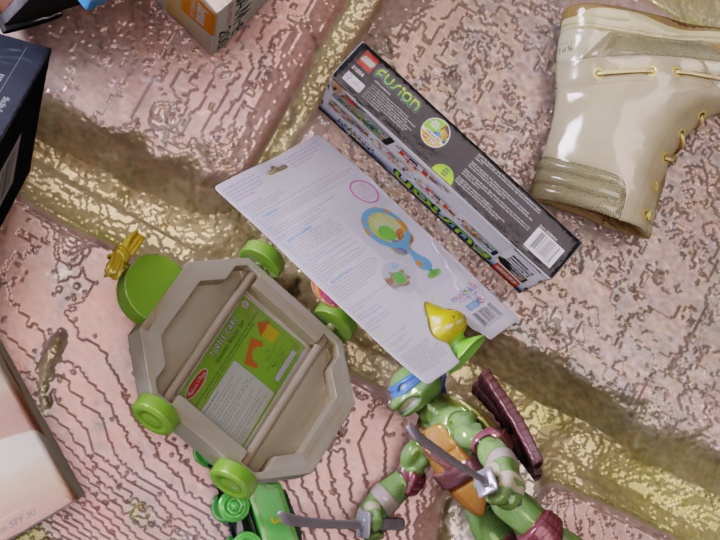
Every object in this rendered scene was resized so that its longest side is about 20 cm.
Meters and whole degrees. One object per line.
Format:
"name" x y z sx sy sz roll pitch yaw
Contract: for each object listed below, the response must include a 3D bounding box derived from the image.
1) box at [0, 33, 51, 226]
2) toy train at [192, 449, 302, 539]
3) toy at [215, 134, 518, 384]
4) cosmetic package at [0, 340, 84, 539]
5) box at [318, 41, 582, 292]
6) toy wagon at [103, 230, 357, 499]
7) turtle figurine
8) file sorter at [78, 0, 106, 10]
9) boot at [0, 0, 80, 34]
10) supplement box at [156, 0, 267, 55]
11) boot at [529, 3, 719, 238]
"box" -0.315 -0.084 1.144 0.182 0.200 0.104 15 122 -4
"toy train" -0.091 0.111 1.237 0.056 0.042 0.201 -17 86 -17
"toy" 0.000 0.000 1.225 0.200 0.047 0.115 40 41 17
"cosmetic package" -0.278 0.091 1.195 0.103 0.087 0.200 -30 88 -7
"box" 0.058 -0.068 1.232 0.200 0.110 0.035 43 82 -1
"toy wagon" -0.095 0.051 1.206 0.200 0.040 0.155 41 58 -12
"turtle figurine" 0.062 0.170 1.193 0.144 0.200 0.194 -40 96 21
"file sorter" -0.122 -0.284 1.092 0.200 0.123 0.139 -37 85 -32
"boot" -0.234 -0.265 1.173 0.068 0.188 0.201 -18 98 -11
"supplement box" -0.147 -0.252 1.222 0.200 0.126 0.074 44 81 1
"boot" 0.228 -0.096 1.270 0.199 0.073 0.156 13 83 -3
